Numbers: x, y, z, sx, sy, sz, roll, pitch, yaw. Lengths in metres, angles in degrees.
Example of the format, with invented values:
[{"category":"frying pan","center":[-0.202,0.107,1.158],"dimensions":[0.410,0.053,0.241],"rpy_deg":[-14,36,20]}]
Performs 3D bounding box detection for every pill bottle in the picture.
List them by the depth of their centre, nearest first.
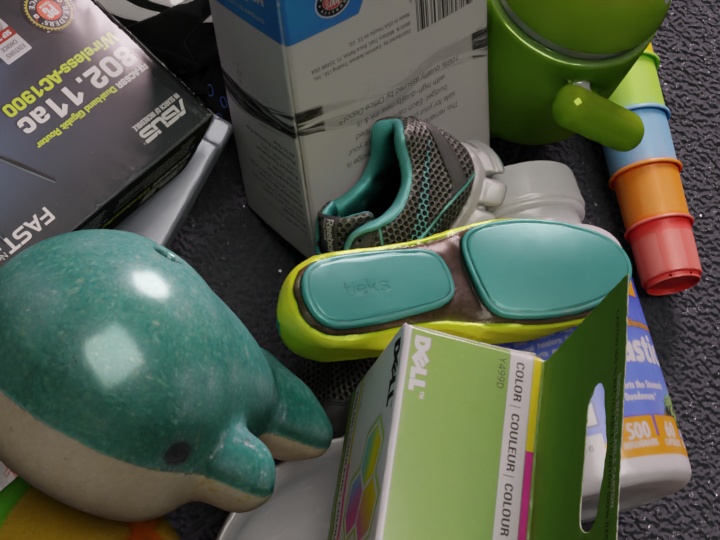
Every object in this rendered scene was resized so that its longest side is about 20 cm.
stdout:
[{"category":"pill bottle","center":[0.114,0.042,0.763],"dimensions":[0.111,0.112,0.202],"rpy_deg":[-6,69,-18]}]

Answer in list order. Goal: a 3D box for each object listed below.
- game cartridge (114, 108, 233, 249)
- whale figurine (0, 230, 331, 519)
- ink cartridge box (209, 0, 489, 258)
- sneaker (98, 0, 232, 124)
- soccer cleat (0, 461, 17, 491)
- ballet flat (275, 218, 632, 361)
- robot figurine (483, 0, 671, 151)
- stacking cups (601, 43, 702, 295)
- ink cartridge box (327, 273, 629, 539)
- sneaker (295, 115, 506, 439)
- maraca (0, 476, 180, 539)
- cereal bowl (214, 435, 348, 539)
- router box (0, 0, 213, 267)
[{"category":"game cartridge","center":[-0.191,-0.074,0.750],"dimensions":[0.199,0.040,0.134],"rpy_deg":[29,77,-1]},{"category":"whale figurine","center":[-0.085,0.042,0.593],"dimensions":[0.159,0.104,0.199],"rpy_deg":[37,15,36]},{"category":"ink cartridge box","center":[-0.003,-0.126,0.752],"dimensions":[0.145,0.201,0.084],"rpy_deg":[-31,48,-26]},{"category":"sneaker","center":[-0.121,-0.132,0.798],"dimensions":[0.198,0.073,0.113],"rpy_deg":[-10,96,0]},{"category":"soccer cleat","center":[-0.197,0.135,0.657],"dimensions":[0.085,0.069,0.202],"rpy_deg":[6,69,-25]},{"category":"ballet flat","center":[0.047,0.014,0.686],"dimensions":[0.198,0.067,0.067],"rpy_deg":[-6,64,-23]},{"category":"robot figurine","center":[0.119,-0.156,0.803],"dimensions":[0.115,0.200,0.177],"rpy_deg":[0,66,-14]},{"category":"stacking cups","center":[0.193,-0.084,0.874],"dimensions":[0.060,0.061,0.202],"rpy_deg":[-6,70,-18]},{"category":"ink cartridge box","center":[0.044,0.095,0.576],"dimensions":[0.075,0.200,0.149],"rpy_deg":[14,62,-9]},{"category":"sneaker","center":[0.000,0.000,0.733],"dimensions":[0.091,0.077,0.201],"rpy_deg":[31,83,-41]},{"category":"maraca","center":[-0.126,0.186,0.578],"dimensions":[0.137,0.106,0.202],"rpy_deg":[20,58,-50]},{"category":"cereal bowl","center":[0.008,0.191,0.681],"dimensions":[0.198,0.083,0.202],"rpy_deg":[6,65,-14]},{"category":"router box","center":[-0.195,-0.065,0.660],"dimensions":[0.150,0.062,0.200],"rpy_deg":[43,55,1]}]
